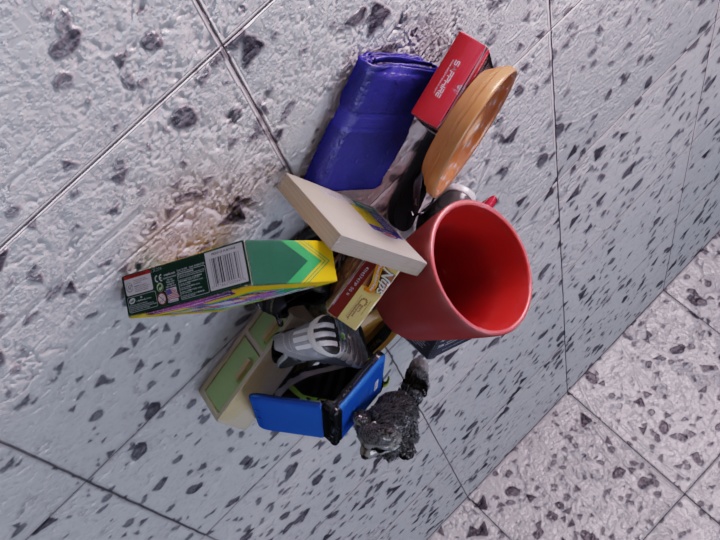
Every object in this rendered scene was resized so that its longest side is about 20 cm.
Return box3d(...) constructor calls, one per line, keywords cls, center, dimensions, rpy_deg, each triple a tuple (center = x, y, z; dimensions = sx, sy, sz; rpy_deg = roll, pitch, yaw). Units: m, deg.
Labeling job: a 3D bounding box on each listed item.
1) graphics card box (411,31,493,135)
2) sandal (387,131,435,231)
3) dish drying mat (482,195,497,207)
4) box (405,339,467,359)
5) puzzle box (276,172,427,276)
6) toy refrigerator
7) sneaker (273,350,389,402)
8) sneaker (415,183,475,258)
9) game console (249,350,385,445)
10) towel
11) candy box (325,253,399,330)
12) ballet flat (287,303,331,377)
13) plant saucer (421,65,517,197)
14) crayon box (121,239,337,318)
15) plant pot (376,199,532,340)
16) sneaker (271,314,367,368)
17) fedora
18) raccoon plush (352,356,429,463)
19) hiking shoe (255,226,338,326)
box3d(cls="graphics card box", center=(0.132, -0.247, 1.343), dimensions=(0.126, 0.051, 0.200), rpy_deg=(-59, 171, 7))
box3d(cls="sandal", center=(0.098, -0.139, 1.528), dimensions=(0.076, 0.043, 0.201), rpy_deg=(-21, 144, -45))
box3d(cls="dish drying mat", center=(0.156, -0.040, 1.606), dimensions=(0.200, 0.018, 0.077), rpy_deg=(-51, -175, -13))
box3d(cls="box", center=(0.172, 0.048, 1.840), dimensions=(0.148, 0.104, 0.201), rpy_deg=(-18, 141, -47))
box3d(cls="puzzle box", center=(-0.008, -0.057, 1.278), dimensions=(0.025, 0.133, 0.199), rpy_deg=(-52, 145, 15))
box3d(cls="toy refrigerator", center=(-0.154, 0.134, 1.459), dimensions=(0.070, 0.076, 0.200), rpy_deg=(27, 105, -44))
box3d(cls="sneaker", center=(-0.049, 0.194, 1.553), dimensions=(0.199, 0.083, 0.072), rpy_deg=(-21, 155, -12))
box3d(cls="sneaker", center=(0.118, -0.058, 1.579), dimensions=(0.100, 0.070, 0.200), rpy_deg=(-60, -177, -26))
box3d(cls="game console", center=(-0.060, 0.180, 1.439), dimensions=(0.171, 0.118, 0.200), rpy_deg=(-49, 167, -18))
box3d(cls="towel", center=(0.009, -0.199, 1.304), dimensions=(0.147, 0.050, 0.201), rpy_deg=(-7, 133, -45))
box3d(cls="candy box", center=(0.000, 0.000, 1.430), dimensions=(0.116, 0.055, 0.200), rpy_deg=(-53, -167, 10))
box3d(cls="ballet flat", center=(-0.086, 0.112, 1.552), dimensions=(0.070, 0.071, 0.201), rpy_deg=(-20, 140, -45))
box3d(cls="plant saucer", center=(0.139, -0.190, 1.297), dimensions=(0.201, 0.037, 0.200), rpy_deg=(-55, 172, -12))
box3d(cls="crayon box", center=(-0.157, 0.010, 1.187), dimensions=(0.199, 0.059, 0.172), rpy_deg=(-14, 174, 32))
box3d(cls="plant pot", center=(0.124, 0.018, 1.440), dimensions=(0.200, 0.201, 0.177), rpy_deg=(-25, 180, -40))
box3d(cls="sneaker", center=(-0.068, 0.108, 1.409), dimensions=(0.115, 0.076, 0.200), rpy_deg=(-14, 163, 17))
box3d(cls="fedora", center=(-0.014, 0.100, 1.641), dimensions=(0.200, 0.082, 0.201), rpy_deg=(-33, 159, -15))
box3d(cls="raccoon plush", center=(0.043, 0.200, 1.484), dimensions=(0.134, 0.096, 0.201), rpy_deg=(72, 26, -59))
box3d(cls="hiking shoe", center=(-0.066, 0.004, 1.399), dimensions=(0.200, 0.101, 0.076), rpy_deg=(-39, 153, -19))
